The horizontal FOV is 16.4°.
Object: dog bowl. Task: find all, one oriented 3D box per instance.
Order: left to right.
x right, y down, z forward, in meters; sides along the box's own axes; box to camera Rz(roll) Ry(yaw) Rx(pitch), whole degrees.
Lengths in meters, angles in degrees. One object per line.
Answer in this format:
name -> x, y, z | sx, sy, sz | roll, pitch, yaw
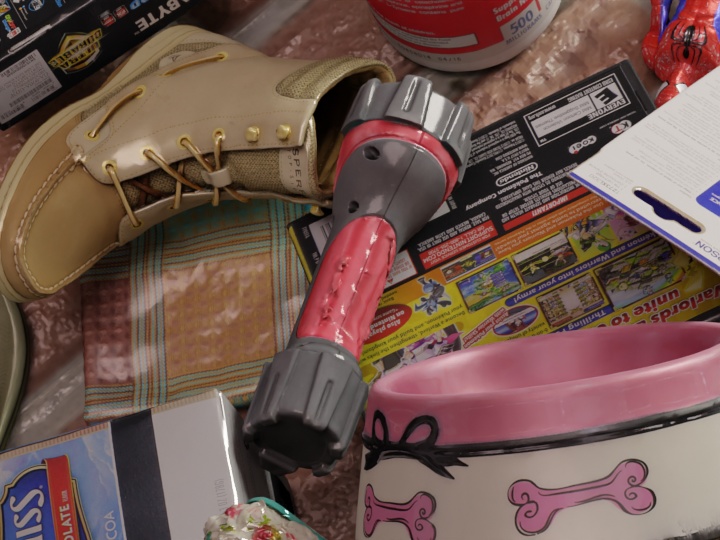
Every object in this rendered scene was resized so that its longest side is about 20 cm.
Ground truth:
dog bowl -> 0.090, 0.072, 1.079 | 0.199, 0.200, 0.074 | -9, 95, 12

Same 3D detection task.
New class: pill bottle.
pill bottle -> 0.036, -0.198, 1.295 | 0.112, 0.200, 0.113 | -7, 63, 13

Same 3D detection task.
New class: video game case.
video game case -> 0.078, 0.001, 1.239 | 0.199, 0.026, 0.181 | -26, 47, 3

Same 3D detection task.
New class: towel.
towel -> -0.055, 0.003, 1.326 | 0.199, 0.022, 0.147 | -12, 61, 11

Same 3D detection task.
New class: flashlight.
flashlight -> 0.000, 0.000, 1.212 | 0.068, 0.068, 0.201 | -1, 52, 29

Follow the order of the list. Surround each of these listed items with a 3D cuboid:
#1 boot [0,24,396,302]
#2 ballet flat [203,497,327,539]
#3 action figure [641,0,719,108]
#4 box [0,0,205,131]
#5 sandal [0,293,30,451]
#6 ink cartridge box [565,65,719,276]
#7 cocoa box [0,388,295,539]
boot -> -0.087, -0.050, 1.294 | 0.155, 0.073, 0.200 | 12, 46, 38
ballet flat -> 0.008, 0.177, 1.088 | 0.199, 0.076, 0.064 | 33, 54, 1
action figure -> 0.191, -0.165, 1.323 | 0.065, 0.052, 0.201 | 13, 71, 18
box -> -0.179, -0.190, 1.420 | 0.159, 0.046, 0.200 | -33, 47, -1
sandal -> -0.225, 0.077, 1.318 | 0.079, 0.057, 0.202 | -3, 64, 15
ink cartridge box -> 0.183, -0.048, 1.204 | 0.094, 0.037, 0.200 | 34, 38, 20
cocoa box -> -0.094, 0.183, 1.182 | 0.130, 0.134, 0.201 | -16, 61, 7
